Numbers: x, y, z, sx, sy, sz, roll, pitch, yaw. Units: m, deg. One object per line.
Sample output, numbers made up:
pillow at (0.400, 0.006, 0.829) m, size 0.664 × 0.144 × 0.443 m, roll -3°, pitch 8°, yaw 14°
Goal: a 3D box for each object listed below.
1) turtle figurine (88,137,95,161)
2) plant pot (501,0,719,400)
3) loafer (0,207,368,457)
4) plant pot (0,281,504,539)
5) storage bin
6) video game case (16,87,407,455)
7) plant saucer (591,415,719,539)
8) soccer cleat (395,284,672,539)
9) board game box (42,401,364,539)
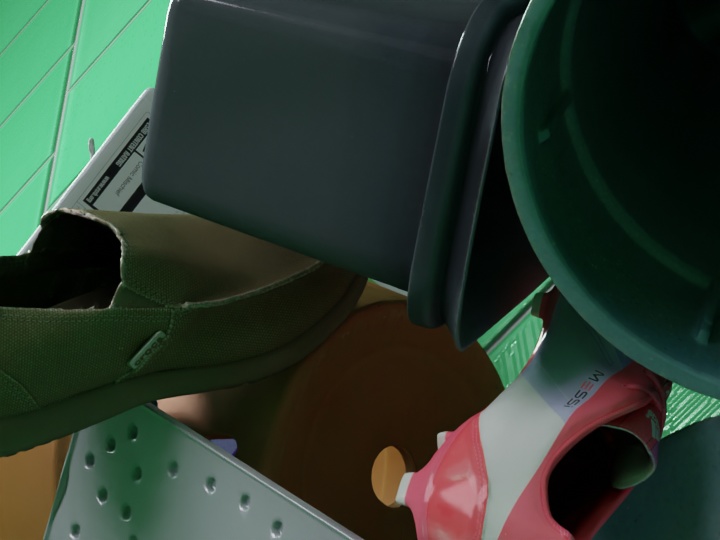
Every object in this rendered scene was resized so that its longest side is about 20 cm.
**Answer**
turtle figurine at (-0.085, 0.005, 1.480) m, size 0.100 × 0.150 × 0.202 m, roll 6°, pitch 86°, yaw 25°
plant pot at (0.162, -0.086, 1.011) m, size 0.200 × 0.200 × 0.196 m, roll -42°, pitch 13°, yaw 28°
loafer at (-0.081, 0.009, 1.071) m, size 0.199 × 0.068 × 0.076 m, roll -24°, pitch 36°, yaw -30°
plant pot at (-0.031, 0.078, 1.176) m, size 0.140 × 0.200 × 0.201 m, roll 0°, pitch 51°, yaw 48°
storage bin at (0.012, -0.073, 1.067) m, size 0.200 × 0.133 × 0.147 m, roll -38°, pitch -39°, yaw -68°
video game case at (-0.093, 0.044, 1.400) m, size 0.200 × 0.182 × 0.022 m, roll -52°, pitch -8°, yaw -2°
plant saucer at (0.091, 0.140, 0.971) m, size 0.201 × 0.039 × 0.201 m, roll -45°, pitch 19°, yaw 20°
soccer cleat at (0.089, 0.040, 1.036) m, size 0.076 × 0.067 × 0.200 m, roll 9°, pitch 45°, yaw 35°
board game box at (-0.059, 0.167, 1.053) m, size 0.200 × 0.026 × 0.201 m, roll 28°, pitch 106°, yaw 44°
